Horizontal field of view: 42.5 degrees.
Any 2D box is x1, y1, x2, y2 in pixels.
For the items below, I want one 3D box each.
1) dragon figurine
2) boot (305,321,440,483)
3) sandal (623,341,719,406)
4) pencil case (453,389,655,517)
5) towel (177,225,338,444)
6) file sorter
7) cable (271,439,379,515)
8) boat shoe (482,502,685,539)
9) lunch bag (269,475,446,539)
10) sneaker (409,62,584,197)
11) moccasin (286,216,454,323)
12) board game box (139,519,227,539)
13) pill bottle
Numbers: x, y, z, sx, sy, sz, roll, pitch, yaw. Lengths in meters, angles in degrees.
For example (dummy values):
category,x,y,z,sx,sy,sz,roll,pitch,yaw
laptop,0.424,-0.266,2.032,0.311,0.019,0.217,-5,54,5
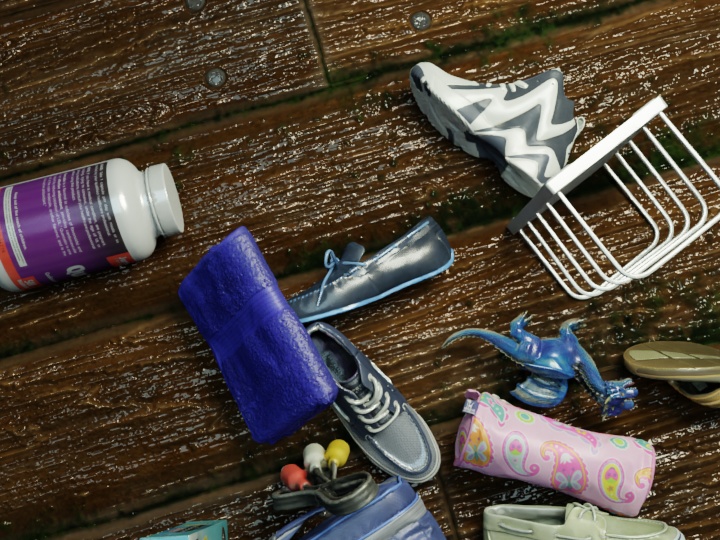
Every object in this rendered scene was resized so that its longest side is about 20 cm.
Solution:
category,x,y,z,sx,sy,sz,roll,pitch,yaw
dragon figurine,0.187,0.099,0.953,0.199,0.059,0.100,7,46,-4
boot,0.007,0.139,0.953,0.073,0.090,0.200,-43,81,-7
sandal,0.375,0.114,0.962,0.199,0.080,0.054,6,104,-2
pencil case,0.195,0.185,0.945,0.199,0.087,0.088,17,80,6
towel,-0.112,0.073,0.946,0.049,0.148,0.200,-24,77,-38
file sorter,0.255,-0.058,0.936,0.139,0.200,0.125,-37,85,-6
cable,-0.042,0.202,0.889,0.097,0.200,0.050,-26,89,-10
boat shoe,0.214,0.262,0.910,0.199,0.072,0.062,-8,97,18
lunch bag,-0.014,0.291,0.901,0.200,0.136,0.133,-32,79,-4
sneaker,0.161,-0.190,1.024,0.199,0.080,0.130,39,77,12
moccasin,0.000,0.000,0.994,0.199,0.080,0.068,-23,94,-16
board game box,-0.158,0.318,0.865,0.047,0.200,0.152,-4,79,0
pill bottle,-0.296,-0.052,0.986,0.199,0.112,0.113,-14,79,-1
